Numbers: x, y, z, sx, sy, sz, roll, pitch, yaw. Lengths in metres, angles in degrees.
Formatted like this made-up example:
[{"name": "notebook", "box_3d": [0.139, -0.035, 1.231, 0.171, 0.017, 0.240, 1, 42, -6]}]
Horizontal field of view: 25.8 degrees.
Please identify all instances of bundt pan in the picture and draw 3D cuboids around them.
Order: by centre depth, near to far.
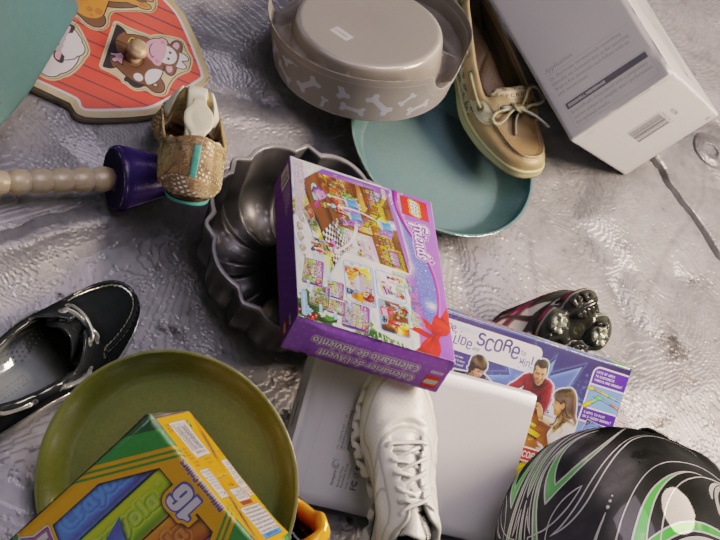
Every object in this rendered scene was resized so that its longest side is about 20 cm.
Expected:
[{"name": "bundt pan", "box_3d": [-0.054, -0.006, 1.360, 0.200, 0.076, 0.203, 15, 53, -21]}]

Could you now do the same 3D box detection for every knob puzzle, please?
[{"name": "knob puzzle", "box_3d": [-0.227, -0.216, 1.431, 0.218, 0.030, 0.221, 15, 53, -21]}]

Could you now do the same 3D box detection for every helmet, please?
[{"name": "helmet", "box_3d": [0.201, 0.229, 1.279, 0.189, 0.200, 0.201, -3, 61, -33]}]

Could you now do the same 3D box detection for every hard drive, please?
[{"name": "hard drive", "box_3d": [0.037, 0.142, 1.299, 0.199, 0.027, 0.133, 15, 92, -18]}]

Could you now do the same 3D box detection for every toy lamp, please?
[{"name": "toy lamp", "box_3d": [-0.254, -0.076, 1.307, 0.199, 0.058, 0.059, -2, 61, -30]}]

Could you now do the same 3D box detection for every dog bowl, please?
[{"name": "dog bowl", "box_3d": [0.005, -0.217, 1.508, 0.198, 0.059, 0.201, 6, 41, -6]}]

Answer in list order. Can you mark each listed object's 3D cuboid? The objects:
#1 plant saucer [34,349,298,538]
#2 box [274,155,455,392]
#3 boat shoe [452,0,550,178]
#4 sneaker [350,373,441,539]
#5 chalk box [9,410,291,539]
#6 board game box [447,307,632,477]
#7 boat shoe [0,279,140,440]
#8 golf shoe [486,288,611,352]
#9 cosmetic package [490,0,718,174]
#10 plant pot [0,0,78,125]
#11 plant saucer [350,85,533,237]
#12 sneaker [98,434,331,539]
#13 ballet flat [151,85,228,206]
[{"name": "plant saucer", "box_3d": [-0.142, 0.159, 1.168, 0.198, 0.031, 0.202, 0, 87, 6]}, {"name": "box", "box_3d": [0.000, 0.000, 1.280, 0.136, 0.039, 0.201, 17, 38, -18]}, {"name": "boat shoe", "box_3d": [0.130, -0.184, 1.543, 0.073, 0.063, 0.201, -12, 67, -36]}, {"name": "sneaker", "box_3d": [0.035, 0.173, 1.241, 0.074, 0.081, 0.202, 1, 87, -16]}, {"name": "chalk box", "box_3d": [-0.167, 0.209, 1.090, 0.200, 0.125, 0.124, -42, 83, 2]}, {"name": "board game box", "box_3d": [0.124, 0.119, 1.356, 0.199, 0.034, 0.136, 19, 91, -20]}, {"name": "boat shoe", "box_3d": [-0.236, 0.063, 1.222, 0.076, 0.060, 0.200, 42, 49, 1]}, {"name": "golf shoe", "box_3d": [0.130, 0.080, 1.419, 0.199, 0.088, 0.078, -25, 107, -18]}, {"name": "cosmetic package", "box_3d": [0.241, -0.224, 1.587, 0.199, 0.122, 0.201, 16, 45, -64]}, {"name": "plant pot", "box_3d": [-0.336, -0.194, 1.260, 0.140, 0.142, 0.201, 8, 56, 11]}, {"name": "plant saucer", "box_3d": [0.074, -0.110, 1.528, 0.199, 0.036, 0.201, 15, 53, -20]}, {"name": "sneaker", "box_3d": [-0.108, 0.172, 1.214, 0.199, 0.077, 0.079, 29, 52, -8]}, {"name": "ballet flat", "box_3d": [-0.140, -0.119, 1.334, 0.070, 0.066, 0.200, 9, 23, -15]}]
